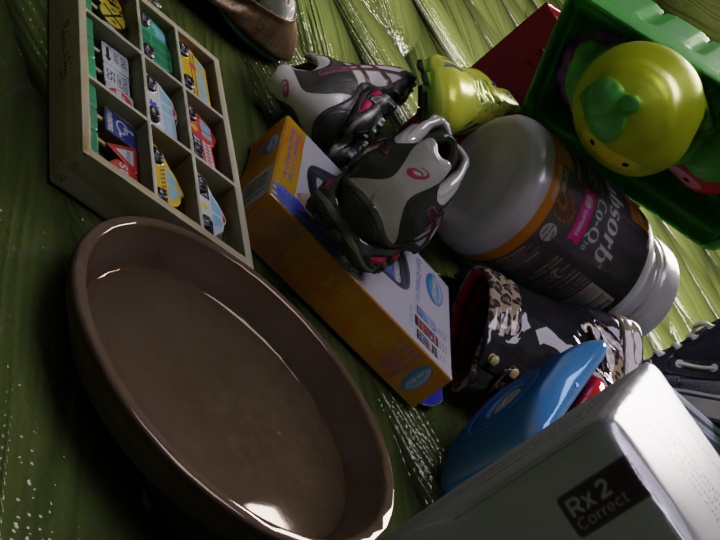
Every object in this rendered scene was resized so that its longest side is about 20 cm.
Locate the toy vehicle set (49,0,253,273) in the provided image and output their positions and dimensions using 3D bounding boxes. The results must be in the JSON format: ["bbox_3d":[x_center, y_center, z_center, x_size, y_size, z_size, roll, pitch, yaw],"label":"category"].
[{"bbox_3d":[-0.124,-0.092,0.728,0.124,0.026,0.202,36,27,-39],"label":"toy vehicle set"}]

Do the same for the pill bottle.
[{"bbox_3d":[0.159,-0.026,0.992,0.199,0.116,0.117,32,30,-35],"label":"pill bottle"}]

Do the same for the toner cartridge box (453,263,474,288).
[{"bbox_3d":[0.156,0.082,1.040,0.095,0.043,0.202,16,42,-60],"label":"toner cartridge box"}]

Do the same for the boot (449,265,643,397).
[{"bbox_3d":[0.130,0.101,0.904,0.149,0.073,0.202,24,62,-23],"label":"boot"}]

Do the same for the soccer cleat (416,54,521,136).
[{"bbox_3d":[0.088,-0.139,1.013,0.200,0.082,0.066,-41,133,-80],"label":"soccer cleat"}]

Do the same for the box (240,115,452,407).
[{"bbox_3d":[0.000,0.000,0.837,0.200,0.041,0.120,44,23,-20],"label":"box"}]

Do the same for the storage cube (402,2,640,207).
[{"bbox_3d":[0.177,-0.117,1.191,0.172,0.179,0.199,58,22,15],"label":"storage cube"}]

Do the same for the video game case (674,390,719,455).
[{"bbox_3d":[0.255,0.196,0.986,0.199,0.023,0.184,35,55,-46],"label":"video game case"}]

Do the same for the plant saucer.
[{"bbox_3d":[-0.063,0.057,0.602,0.199,0.029,0.201,40,20,-18],"label":"plant saucer"}]

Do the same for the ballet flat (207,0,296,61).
[{"bbox_3d":[-0.094,-0.224,0.931,0.199,0.072,0.068,32,30,-45],"label":"ballet flat"}]

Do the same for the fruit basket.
[{"bbox_3d":[0.216,-0.114,0.958,0.212,0.157,0.217,10,45,-10],"label":"fruit basket"}]

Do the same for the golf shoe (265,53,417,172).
[{"bbox_3d":[-0.011,-0.140,0.983,0.088,0.078,0.200,38,16,0],"label":"golf shoe"}]

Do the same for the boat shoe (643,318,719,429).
[{"bbox_3d":[0.283,0.084,1.089,0.075,0.198,0.094,43,61,-57],"label":"boat shoe"}]

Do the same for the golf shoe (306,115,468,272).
[{"bbox_3d":[0.037,-0.057,0.814,0.077,0.088,0.200,51,20,-5],"label":"golf shoe"}]

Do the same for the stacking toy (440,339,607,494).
[{"bbox_3d":[0.156,0.156,0.794,0.200,0.110,0.116,48,47,-2],"label":"stacking toy"}]

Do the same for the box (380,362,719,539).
[{"bbox_3d":[0.093,0.181,0.535,0.201,0.198,0.130,56,22,8],"label":"box"}]

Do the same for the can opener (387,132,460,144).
[{"bbox_3d":[0.113,-0.075,1.064,0.197,0.064,0.079,17,47,-2],"label":"can opener"}]
